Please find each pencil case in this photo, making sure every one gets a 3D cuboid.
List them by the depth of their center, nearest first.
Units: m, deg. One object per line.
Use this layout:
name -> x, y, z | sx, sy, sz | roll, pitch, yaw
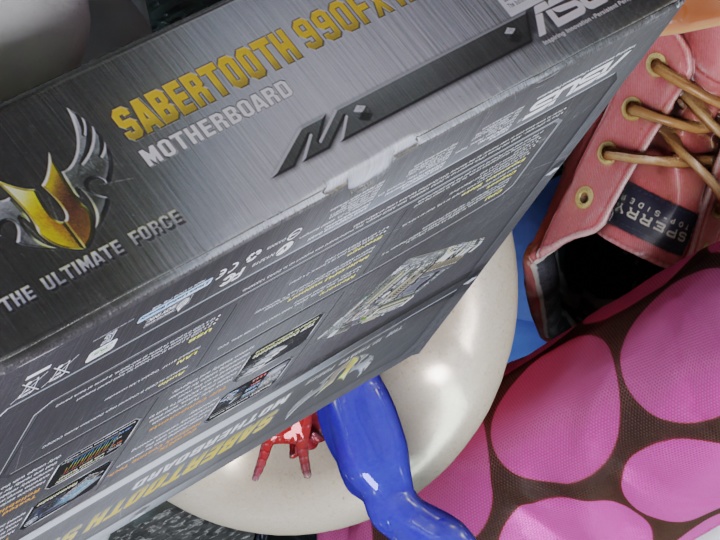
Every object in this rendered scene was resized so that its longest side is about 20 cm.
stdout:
pencil case -> 0.084, 0.059, 0.891 | 0.200, 0.094, 0.091 | -31, -169, 36

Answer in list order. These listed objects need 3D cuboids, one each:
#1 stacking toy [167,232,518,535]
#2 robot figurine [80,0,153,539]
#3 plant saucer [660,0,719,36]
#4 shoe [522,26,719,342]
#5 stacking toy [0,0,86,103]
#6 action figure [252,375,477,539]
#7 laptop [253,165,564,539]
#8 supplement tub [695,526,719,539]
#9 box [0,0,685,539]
stacking toy -> 0.000, 0.000, 0.907 | 0.146, 0.147, 0.200 | -33, 173, 17
robot figurine -> -0.099, -0.008, 0.743 | 0.112, 0.170, 0.201 | 14, 142, 17
plant saucer -> 0.102, -0.125, 0.652 | 0.199, 0.032, 0.201 | -19, 155, -9
shoe -> 0.106, -0.047, 0.892 | 0.071, 0.091, 0.200 | 21, 148, -4
stacking toy -> -0.152, -0.031, 0.570 | 0.199, 0.147, 0.146 | -10, 154, -3
action figure -> -0.006, 0.033, 0.771 | 0.051, 0.201, 0.065 | -19, 176, 5
laptop -> 0.044, 0.069, 1.073 | 0.103, 0.201, 0.177 | 7, 164, 20
supplement tub -> 0.181, 0.016, 0.981 | 0.200, 0.145, 0.145 | -53, 151, 5
box -> -0.039, 0.002, 0.622 | 0.200, 0.048, 0.159 | -29, 165, -35
